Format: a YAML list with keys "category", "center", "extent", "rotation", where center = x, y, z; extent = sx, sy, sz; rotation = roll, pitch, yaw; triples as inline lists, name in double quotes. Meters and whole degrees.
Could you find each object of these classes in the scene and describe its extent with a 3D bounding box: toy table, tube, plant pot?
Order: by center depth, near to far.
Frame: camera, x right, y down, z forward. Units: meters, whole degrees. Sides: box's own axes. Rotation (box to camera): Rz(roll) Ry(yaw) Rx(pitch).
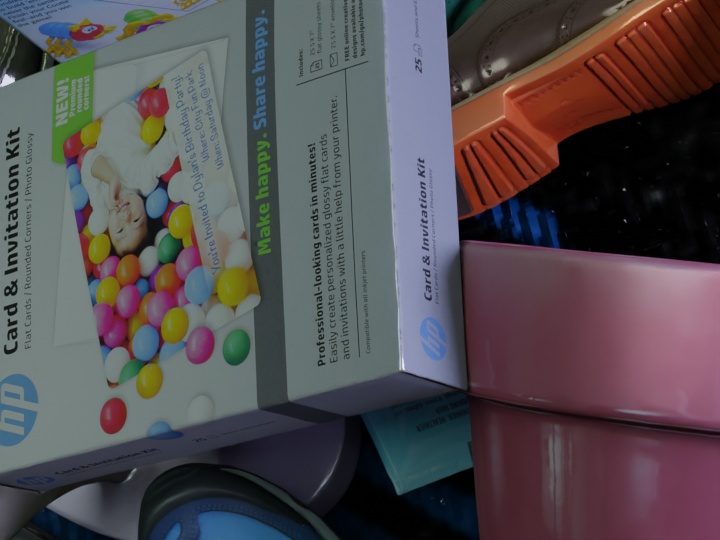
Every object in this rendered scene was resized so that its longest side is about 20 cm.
- category: "plant pot"
  center: [0.122, 0.087, 0.812]
  extent: [0.200, 0.200, 0.180]
  rotation: [6, 92, 24]
- category: "toy table"
  center: [-0.108, 0.040, 0.954]
  extent: [0.200, 0.117, 0.184]
  rotation: [8, 77, 24]
- category: "tube"
  center: [0.000, 0.000, 0.957]
  extent: [0.077, 0.050, 0.200]
  rotation: [-20, 61, -22]

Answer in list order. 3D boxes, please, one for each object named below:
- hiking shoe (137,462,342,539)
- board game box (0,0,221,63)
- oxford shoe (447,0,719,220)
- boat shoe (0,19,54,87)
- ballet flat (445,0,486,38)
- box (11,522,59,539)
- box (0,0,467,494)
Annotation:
- category: "hiking shoe"
  center: [-0.017, 0.159, 0.853]
  extent: [0.074, 0.087, 0.200]
  rotation: [-33, 93, 7]
- category: "board game box"
  center: [-0.112, -0.164, 0.975]
  extent: [0.105, 0.200, 0.103]
  rotation: [-15, 68, 17]
- category: "oxford shoe"
  center: [0.091, -0.100, 0.944]
  extent: [0.200, 0.071, 0.073]
  rotation: [-28, 56, 10]
- category: "boat shoe"
  center: [-0.212, -0.048, 1.058]
  extent: [0.072, 0.060, 0.202]
  rotation: [33, 88, 28]
- category: "ballet flat"
  center: [0.057, -0.153, 0.974]
  extent: [0.200, 0.070, 0.067]
  rotation: [-39, 62, 6]
- category: "box"
  center: [-0.130, 0.174, 0.965]
  extent: [0.200, 0.035, 0.110]
  rotation: [25, 84, 28]
- category: "box"
  center: [-0.056, -0.014, 0.834]
  extent: [0.200, 0.041, 0.156]
  rotation: [-16, 67, 36]
